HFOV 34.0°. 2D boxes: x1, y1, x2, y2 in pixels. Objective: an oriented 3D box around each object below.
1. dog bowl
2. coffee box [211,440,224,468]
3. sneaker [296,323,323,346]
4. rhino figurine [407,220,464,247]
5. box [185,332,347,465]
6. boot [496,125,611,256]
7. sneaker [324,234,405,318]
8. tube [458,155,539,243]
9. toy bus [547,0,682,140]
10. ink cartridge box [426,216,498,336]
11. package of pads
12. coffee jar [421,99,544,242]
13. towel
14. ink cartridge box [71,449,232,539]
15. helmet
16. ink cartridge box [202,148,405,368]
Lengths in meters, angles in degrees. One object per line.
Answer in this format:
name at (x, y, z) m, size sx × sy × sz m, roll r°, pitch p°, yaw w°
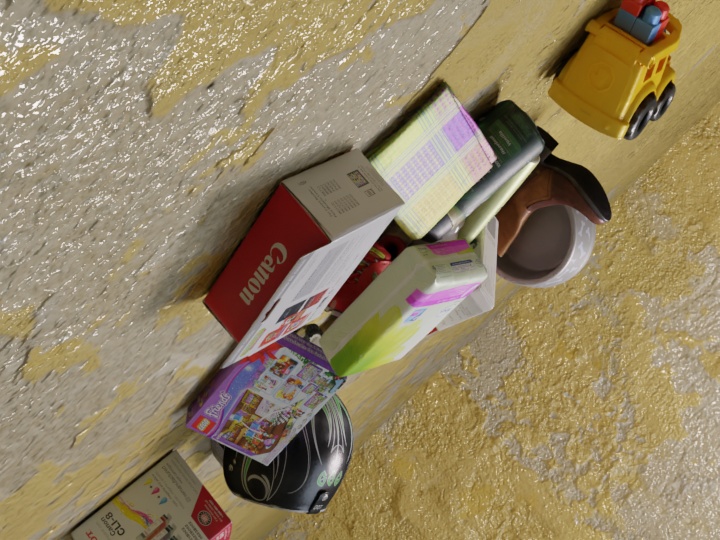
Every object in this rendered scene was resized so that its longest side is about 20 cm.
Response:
dog bowl at (0.272, -0.067, 1.879) m, size 0.200 × 0.201 × 0.058 m, roll -48°, pitch 164°, yaw 29°
coffee box at (-0.180, 0.280, 1.945) m, size 0.114 × 0.080 × 0.200 m, roll -38°, pitch 168°, yaw -17°
sneaker at (-0.112, 0.132, 1.678) m, size 0.088 × 0.078 × 0.199 m, roll -32°, pitch 169°, yaw 20°
rhino figurine at (0.092, -0.025, 1.620) m, size 0.088 × 0.059 × 0.202 m, roll -75°, pitch -173°, yaw -64°
box at (-0.127, 0.166, 1.580) m, size 0.200 × 0.136 × 0.039 m, roll -48°, pitch -155°, yaw 29°
boot at (0.265, -0.089, 1.809) m, size 0.201 × 0.188 × 0.068 m, roll -51°, pitch 175°, yaw 34°
sneaker at (0.000, 0.000, 1.588) m, size 0.200 × 0.076 × 0.086 m, roll -37°, pitch 155°, yaw -56°
tube at (0.173, -0.096, 1.630) m, size 0.058 × 0.052 × 0.201 m, roll -13°, pitch 146°, yaw -49°
toy bus at (0.366, -0.299, 1.581) m, size 0.199 × 0.135 × 0.194 m, roll -32°, pitch 150°, yaw -48°
ink cartridge box at (0.113, 0.010, 1.695) m, size 0.174 × 0.045 × 0.202 m, roll -26°, pitch -150°, yaw 26°
package of pads at (0.056, 0.045, 1.507) m, size 0.200 × 0.069 × 0.154 m, roll -45°, pitch 162°, yaw 28°
coffee jar at (0.132, -0.122, 1.490) m, size 0.199 × 0.086 × 0.104 m, roll -41°, pitch -178°, yaw -9°
towel at (0.078, -0.120, 1.345) m, size 0.143 × 0.023 × 0.200 m, roll -44°, pitch 149°, yaw 2°
ink cartridge box at (-0.315, 0.403, 1.778) m, size 0.199 × 0.146 × 0.145 m, roll -38°, pitch 168°, yaw -21°
helmet at (-0.104, 0.247, 1.756) m, size 0.200 × 0.196 × 0.194 m, roll 10°, pitch 91°, yaw -76°
ink cartridge box at (-0.074, -0.011, 1.219) m, size 0.175 × 0.084 × 0.201 m, roll -29°, pitch 163°, yaw -49°
